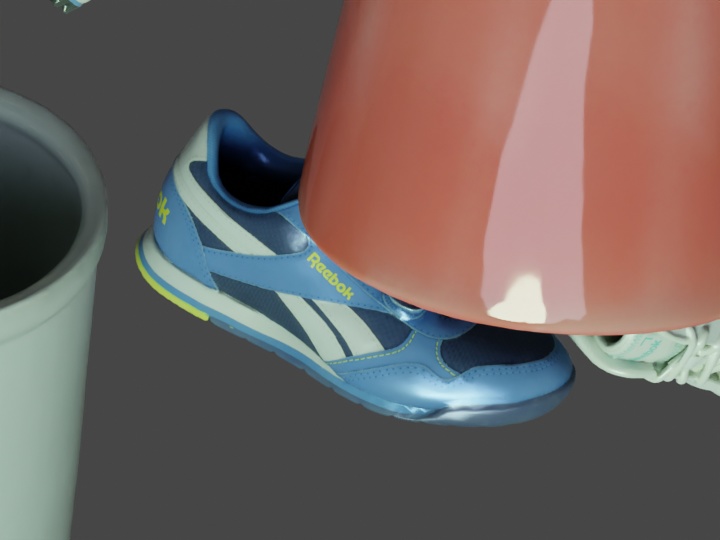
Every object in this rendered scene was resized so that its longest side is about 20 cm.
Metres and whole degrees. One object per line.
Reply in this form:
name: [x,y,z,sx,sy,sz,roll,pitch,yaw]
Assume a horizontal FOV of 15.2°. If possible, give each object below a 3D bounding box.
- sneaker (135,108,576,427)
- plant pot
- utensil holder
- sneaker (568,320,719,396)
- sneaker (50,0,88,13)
sneaker: [0.000,0.000,1.123,0.199,0.074,0.082,24,118,13]
plant pot: [0.080,-0.097,1.004,0.200,0.201,0.178,7,117,3]
utensil holder: [-0.196,0.044,1.148,0.169,0.170,0.201,8,129,1]
sneaker: [0.132,0.023,1.143,0.200,0.080,0.071,27,123,-14]
sneaker: [-0.137,-0.185,1.039,0.072,0.072,0.200,-30,130,-9]
